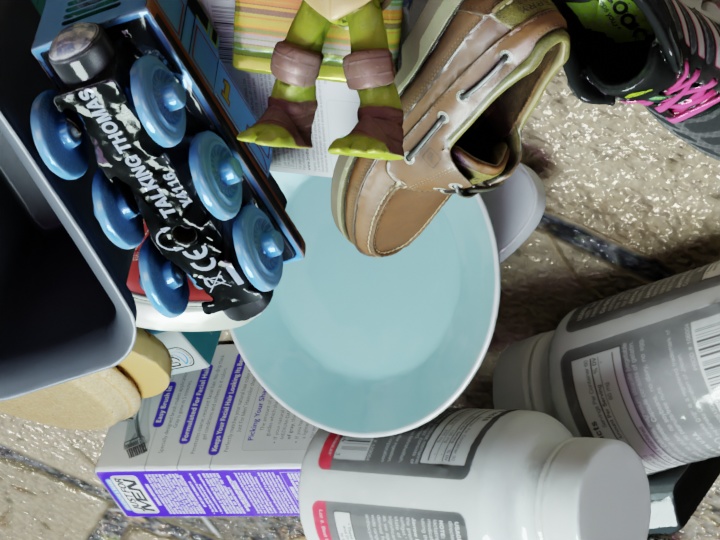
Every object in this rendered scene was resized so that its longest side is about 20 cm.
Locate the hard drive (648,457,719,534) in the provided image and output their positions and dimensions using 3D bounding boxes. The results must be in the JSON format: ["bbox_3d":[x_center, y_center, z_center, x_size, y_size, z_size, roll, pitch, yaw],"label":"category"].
[{"bbox_3d":[0.135,0.146,1.233,0.199,0.139,0.033,-9,100,26],"label":"hard drive"}]

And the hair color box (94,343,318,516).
[{"bbox_3d":[-0.072,0.110,1.272,0.199,0.110,0.065,-2,139,20],"label":"hair color box"}]

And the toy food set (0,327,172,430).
[{"bbox_3d":[-0.232,0.048,1.193,0.197,0.049,0.200,26,159,-21],"label":"toy food set"}]

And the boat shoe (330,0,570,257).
[{"bbox_3d":[0.043,-0.067,0.942,0.068,0.072,0.200,48,140,22],"label":"boat shoe"}]

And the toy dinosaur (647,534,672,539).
[{"bbox_3d":[0.140,0.194,1.302,0.135,0.103,0.200,-17,141,37],"label":"toy dinosaur"}]

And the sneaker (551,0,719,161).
[{"bbox_3d":[0.152,-0.110,0.963,0.074,0.088,0.200,-23,127,37],"label":"sneaker"}]

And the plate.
[{"bbox_3d":[0.000,0.000,1.110,0.199,0.026,0.201,4,98,32],"label":"plate"}]

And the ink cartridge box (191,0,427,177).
[{"bbox_3d":[-0.061,-0.127,1.020,0.199,0.077,0.137,5,139,9],"label":"ink cartridge box"}]

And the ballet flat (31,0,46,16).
[{"bbox_3d":[-0.252,-0.165,1.050,0.199,0.068,0.067,23,168,-4],"label":"ballet flat"}]

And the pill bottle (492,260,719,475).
[{"bbox_3d":[0.187,0.064,1.134,0.199,0.114,0.114,-20,129,36],"label":"pill bottle"}]

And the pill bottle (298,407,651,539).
[{"bbox_3d":[0.069,0.138,1.110,0.199,0.111,0.111,-1,140,40],"label":"pill bottle"}]

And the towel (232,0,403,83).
[{"bbox_3d":[-0.015,-0.192,0.911,0.086,0.018,0.201,7,112,4],"label":"towel"}]

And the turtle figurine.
[{"bbox_3d":[-0.019,-0.139,0.886,0.199,0.064,0.162,8,96,10],"label":"turtle figurine"}]

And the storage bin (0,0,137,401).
[{"bbox_3d":[-0.204,-0.050,0.998,0.145,0.135,0.200,-18,120,21],"label":"storage bin"}]

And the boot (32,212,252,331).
[{"bbox_3d":[-0.143,-0.051,1.109,0.199,0.072,0.145,16,110,9],"label":"boot"}]

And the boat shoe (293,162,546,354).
[{"bbox_3d":[0.042,-0.004,1.143,0.200,0.072,0.068,-36,154,28],"label":"boat shoe"}]

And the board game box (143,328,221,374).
[{"bbox_3d":[-0.217,0.021,1.265,0.199,0.047,0.151,-13,132,29],"label":"board game box"}]

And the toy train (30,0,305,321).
[{"bbox_3d":[-0.097,-0.064,0.958,0.086,0.115,0.200,-15,131,21],"label":"toy train"}]
